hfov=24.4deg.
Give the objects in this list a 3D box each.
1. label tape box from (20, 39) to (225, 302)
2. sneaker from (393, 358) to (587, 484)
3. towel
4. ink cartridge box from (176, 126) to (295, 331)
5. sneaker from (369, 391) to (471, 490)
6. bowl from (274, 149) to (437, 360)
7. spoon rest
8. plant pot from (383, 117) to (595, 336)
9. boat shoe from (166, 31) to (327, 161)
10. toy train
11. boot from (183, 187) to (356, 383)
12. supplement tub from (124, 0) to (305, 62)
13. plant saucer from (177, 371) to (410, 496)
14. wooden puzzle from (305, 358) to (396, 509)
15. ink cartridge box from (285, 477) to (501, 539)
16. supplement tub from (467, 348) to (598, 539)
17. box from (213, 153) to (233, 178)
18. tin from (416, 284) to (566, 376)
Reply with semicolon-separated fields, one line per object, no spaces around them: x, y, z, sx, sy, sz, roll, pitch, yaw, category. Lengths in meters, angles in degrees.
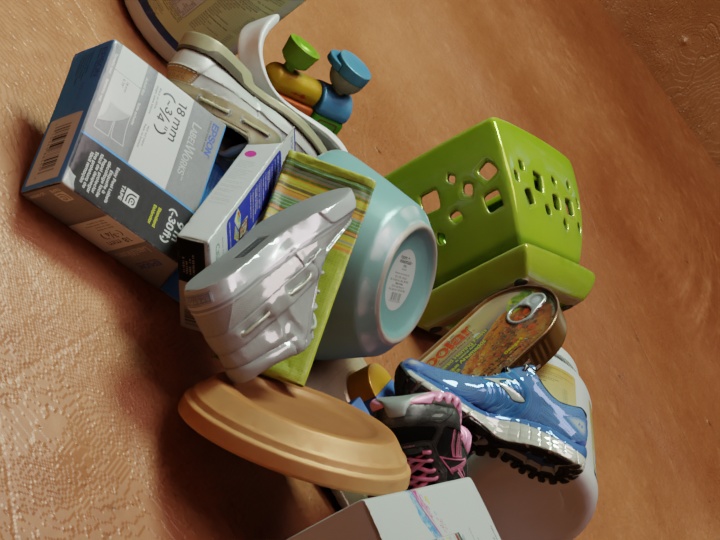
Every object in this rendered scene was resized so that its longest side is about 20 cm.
-0.175;-0.078;1.418;0.200;0.063;0.145;37;56;-36;label tape box
0.126;0.129;1.594;0.198;0.079;0.090;23;54;-2;sneaker
-0.056;-0.004;1.437;0.018;0.085;0.202;89;19;-68;towel
-0.105;-0.041;1.458;0.200;0.037;0.095;-56;154;-50;ink cartridge box
0.059;0.169;1.480;0.200;0.078;0.096;52;35;-62;sneaker
0.000;0.000;1.533;0.104;0.203;0.200;17;10;25;bowl
-0.072;-0.145;1.633;0.061;0.099;0.201;-42;114;-54;spoon rest
0.140;-0.029;1.869;0.199;0.198;0.183;21;48;-54;plant pot
-0.108;-0.131;1.521;0.200;0.074;0.069;40;69;-37;boat shoe
-0.088;-0.192;1.687;0.199;0.116;0.085;21;28;-41;toy train
-0.061;0.013;1.387;0.200;0.073;0.096;-38;113;-39;boot
-0.128;-0.308;1.686;0.145;0.199;0.146;43;27;-28;supplement tub
-0.050;0.127;1.355;0.198;0.038;0.200;19;6;-2;plant saucer
0.013;0.163;1.561;0.201;0.046;0.185;56;24;-2;wooden puzzle
0.021;0.265;1.325;0.199;0.145;0.146;4;58;-60;ink cartridge box
0.171;0.175;1.726;0.144;0.144;0.201;46;26;-23;supplement tub
-0.112;-0.088;1.589;0.200;0.060;0.117;49;39;-17;box
0.126;0.091;1.708;0.112;0.200;0.042;27;-29;50;tin
